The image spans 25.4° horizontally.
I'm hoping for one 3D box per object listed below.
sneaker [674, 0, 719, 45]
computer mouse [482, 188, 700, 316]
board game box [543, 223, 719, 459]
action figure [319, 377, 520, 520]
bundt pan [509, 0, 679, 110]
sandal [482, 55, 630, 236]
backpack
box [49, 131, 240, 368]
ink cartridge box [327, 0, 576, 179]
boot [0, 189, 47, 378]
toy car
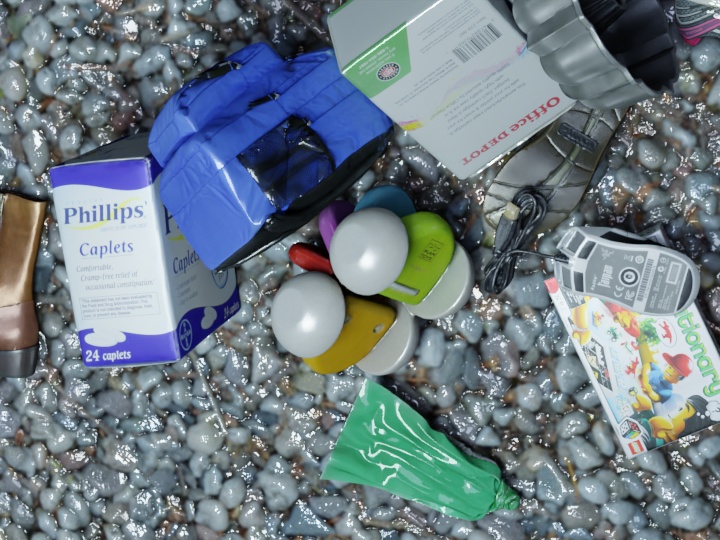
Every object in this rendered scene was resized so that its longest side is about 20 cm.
[{"bbox_3d":[0.383,-0.237,1.444,0.199,0.081,0.075,11,123,25],"label":"sneaker"},{"bbox_3d":[0.222,-0.007,1.514,0.199,0.044,0.110,15,112,4],"label":"computer mouse"},{"bbox_3d":[0.278,0.071,1.564,0.126,0.035,0.201,-25,96,17],"label":"board game box"},{"bbox_3d":[0.072,0.200,1.639,0.199,0.055,0.119,25,107,0],"label":"action figure"},{"bbox_3d":[0.200,-0.229,1.431,0.076,0.202,0.203,-29,95,31],"label":"bundt pan"},{"bbox_3d":[0.192,-0.118,1.535,0.081,0.055,0.201,30,95,-1],"label":"sandal"},{"bbox_3d":[-0.077,-0.123,1.466,0.168,0.200,0.162,58,152,-5],"label":"backpack"},{"bbox_3d":[-0.208,-0.027,1.584,0.104,0.184,0.202,-5,103,16],"label":"box"},{"bbox_3d":[0.088,-0.193,1.466,0.145,0.088,0.200,-34,134,20],"label":"ink cartridge box"},{"bbox_3d":[-0.431,0.007,1.711,0.187,0.068,0.202,8,104,13],"label":"boot"},{"bbox_3d":[0.000,0.000,1.570,0.200,0.175,0.150,-46,53,20],"label":"toy car"}]
